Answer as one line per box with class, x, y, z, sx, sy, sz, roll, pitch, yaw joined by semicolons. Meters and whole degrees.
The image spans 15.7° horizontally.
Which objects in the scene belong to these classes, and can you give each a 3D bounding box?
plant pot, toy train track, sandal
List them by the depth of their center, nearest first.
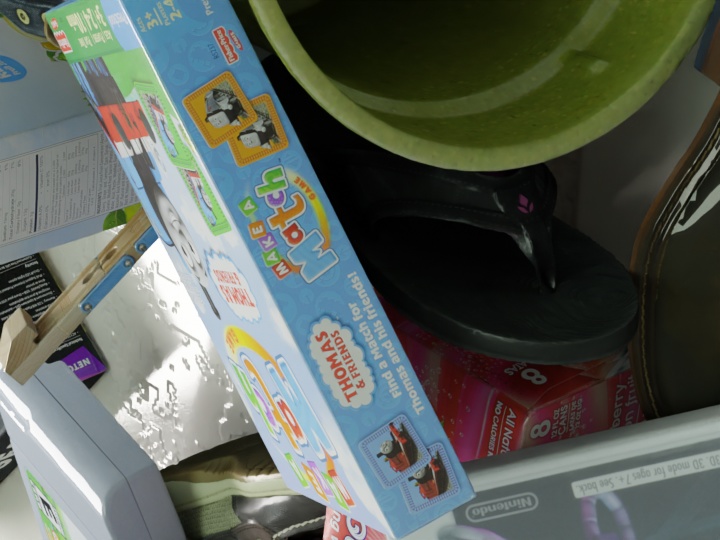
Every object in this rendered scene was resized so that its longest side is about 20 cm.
plant pot;0.002;-0.144;0.909;0.184;0.200;0.201;15;118;59
sandal;0.022;-0.034;0.909;0.200;0.075;0.048;44;145;41
toy train track;-0.084;-0.038;1.061;0.033;0.200;0.115;41;-176;-23

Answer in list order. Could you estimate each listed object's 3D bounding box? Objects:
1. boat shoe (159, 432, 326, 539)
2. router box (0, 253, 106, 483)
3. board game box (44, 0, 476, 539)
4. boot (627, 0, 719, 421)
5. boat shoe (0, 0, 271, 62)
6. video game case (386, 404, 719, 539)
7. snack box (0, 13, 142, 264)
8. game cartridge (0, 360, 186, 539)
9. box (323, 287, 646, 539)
boat shoe;-0.027;0.104;1.138;0.201;0.072;0.066;-14;101;57
router box;-0.224;0.038;1.354;0.149;0.051;0.200;59;141;10
board game box;-0.038;-0.011;0.896;0.200;0.037;0.151;62;167;-9
boot;0.151;-0.009;0.863;0.097;0.075;0.201;36;130;39
boat shoe;-0.094;-0.105;1.041;0.091;0.071;0.201;-41;60;30
video game case;0.124;0.139;0.910;0.199;0.023;0.182;-14;101;16
snack box;-0.187;-0.066;1.143;0.168;0.200;0.068;29;128;39
game cartridge;-0.110;0.145;1.225;0.133;0.040;0.200;37;149;44
box;0.051;0.100;1.015;0.100;0.095;0.201;32;129;37
